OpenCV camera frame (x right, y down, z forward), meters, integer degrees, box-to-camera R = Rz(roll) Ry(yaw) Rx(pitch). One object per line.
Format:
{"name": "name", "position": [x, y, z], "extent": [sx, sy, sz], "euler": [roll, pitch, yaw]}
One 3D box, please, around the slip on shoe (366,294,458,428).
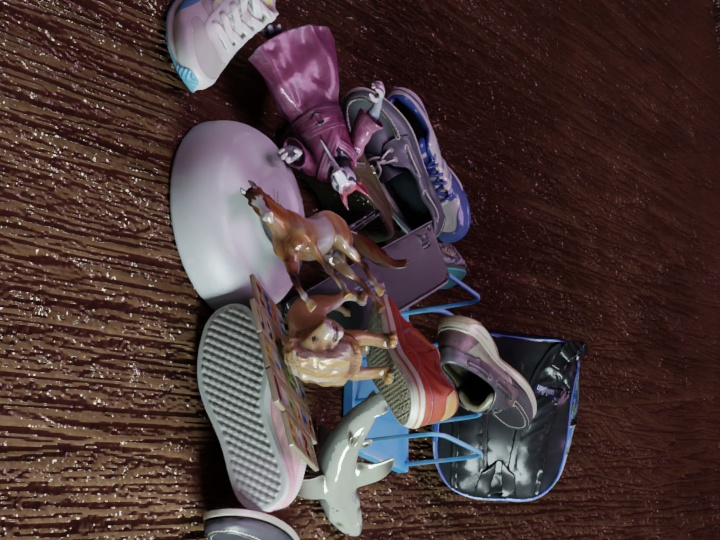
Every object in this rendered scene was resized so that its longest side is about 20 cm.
{"name": "slip on shoe", "position": [0.048, 0.092, 1.577], "extent": [0.201, 0.060, 0.075], "euler": [-119, -145, -56]}

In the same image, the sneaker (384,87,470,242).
{"name": "sneaker", "position": [0.071, -0.125, 1.878], "extent": [0.202, 0.075, 0.088], "euler": [64, 7, 0]}

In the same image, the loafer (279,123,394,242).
{"name": "loafer", "position": [-0.016, -0.107, 1.731], "extent": [0.201, 0.075, 0.068], "euler": [54, 44, -42]}

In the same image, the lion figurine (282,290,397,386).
{"name": "lion figurine", "position": [-0.036, 0.065, 1.548], "extent": [0.200, 0.121, 0.074], "euler": [-143, -121, -69]}

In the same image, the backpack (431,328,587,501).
{"name": "backpack", "position": [0.175, 0.176, 1.898], "extent": [0.147, 0.180, 0.203], "euler": [17, 79, -87]}

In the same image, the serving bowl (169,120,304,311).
{"name": "serving bowl", "position": [-0.108, -0.055, 1.547], "extent": [0.200, 0.065, 0.203], "euler": [29, 57, -56]}

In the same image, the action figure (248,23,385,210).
{"name": "action figure", "position": [-0.052, -0.153, 1.609], "extent": [0.132, 0.149, 0.202], "euler": [-18, 82, -21]}

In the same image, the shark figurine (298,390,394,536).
{"name": "shark figurine", "position": [-0.010, 0.169, 1.630], "extent": [0.127, 0.216, 0.090], "euler": [20, 18, -32]}

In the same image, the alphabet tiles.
{"name": "alphabet tiles", "position": [-0.072, 0.100, 1.484], "extent": [0.200, 0.006, 0.169], "euler": [63, 12, -71]}

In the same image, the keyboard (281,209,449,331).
{"name": "keyboard", "position": [0.000, 0.000, 1.671], "extent": [0.199, 0.021, 0.128], "euler": [-29, 110, -24]}

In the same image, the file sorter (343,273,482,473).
{"name": "file sorter", "position": [0.065, 0.113, 1.768], "extent": [0.138, 0.121, 0.203], "euler": [32, 53, -56]}

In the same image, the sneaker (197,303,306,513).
{"name": "sneaker", "position": [-0.103, 0.138, 1.497], "extent": [0.105, 0.074, 0.203], "euler": [50, 26, -73]}

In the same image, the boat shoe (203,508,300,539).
{"name": "boat shoe", "position": [-0.089, 0.285, 1.468], "extent": [0.200, 0.072, 0.063], "euler": [53, 34, -50]}

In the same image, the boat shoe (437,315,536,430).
{"name": "boat shoe", "position": [0.132, 0.125, 1.693], "extent": [0.200, 0.071, 0.065], "euler": [54, 49, -45]}

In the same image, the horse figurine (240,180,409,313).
{"name": "horse figurine", "position": [-0.034, -0.020, 1.526], "extent": [0.199, 0.050, 0.133], "euler": [0, 49, -57]}

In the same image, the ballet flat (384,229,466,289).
{"name": "ballet flat", "position": [0.062, -0.014, 1.881], "extent": [0.200, 0.071, 0.073], "euler": [4, 78, -63]}

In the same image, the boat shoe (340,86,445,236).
{"name": "boat shoe", "position": [0.039, -0.122, 1.809], "extent": [0.202, 0.072, 0.062], "euler": [61, 11, -11]}

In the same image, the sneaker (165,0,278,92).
{"name": "sneaker", "position": [-0.133, -0.257, 1.548], "extent": [0.077, 0.080, 0.201], "euler": [61, 34, -36]}
